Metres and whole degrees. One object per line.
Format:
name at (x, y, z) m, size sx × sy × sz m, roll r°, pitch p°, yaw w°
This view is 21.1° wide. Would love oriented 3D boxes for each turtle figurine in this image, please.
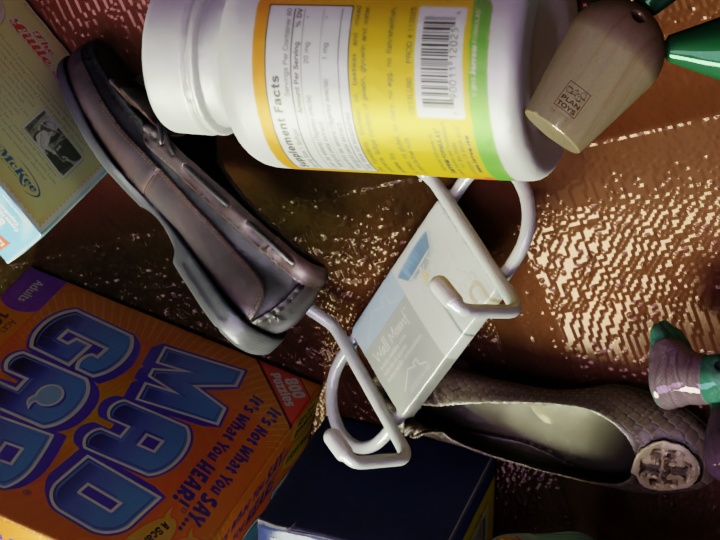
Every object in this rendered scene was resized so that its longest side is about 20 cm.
turtle figurine at (0.247, 0.052, 0.941) m, size 0.199 × 0.101 × 0.151 m, roll -12°, pitch 114°, yaw 36°

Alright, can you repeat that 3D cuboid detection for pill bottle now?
pill bottle at (-0.001, -0.104, 0.944) m, size 0.198 × 0.111 × 0.112 m, roll 4°, pitch 121°, yaw 22°

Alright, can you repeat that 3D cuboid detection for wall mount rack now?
wall mount rack at (0.000, 0.000, 1.030) m, size 0.201 × 0.074 × 0.174 m, roll -56°, pitch 51°, yaw 31°

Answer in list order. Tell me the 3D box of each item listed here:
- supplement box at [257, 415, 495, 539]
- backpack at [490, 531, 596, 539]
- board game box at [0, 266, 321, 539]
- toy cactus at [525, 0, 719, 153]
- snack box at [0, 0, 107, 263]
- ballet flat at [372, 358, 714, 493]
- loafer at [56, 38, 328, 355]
supplement box at (0.011, 0.205, 1.129) m, size 0.108 × 0.110 × 0.202 m, roll 11°, pitch 124°, yaw 18°
backpack at (0.131, 0.234, 1.039) m, size 0.153 × 0.198 × 0.177 m, roll 41°, pitch 115°, yaw 50°
board game box at (-0.164, 0.159, 1.123) m, size 0.198 × 0.200 × 0.201 m, roll 21°, pitch 125°, yaw 12°
toy cactus at (0.137, -0.124, 0.845) m, size 0.199 × 0.102 × 0.166 m, roll 37°, pitch 87°, yaw -6°
snack box at (-0.216, -0.114, 1.033) m, size 0.037 × 0.116 × 0.200 m, roll -32°, pitch 103°, yaw 36°
ballet flat at (0.097, 0.088, 1.057) m, size 0.198 × 0.046 × 0.068 m, roll 15°, pitch 125°, yaw 16°
loafer at (-0.086, -0.051, 1.027) m, size 0.063 × 0.072 × 0.201 m, roll -41°, pitch 73°, yaw 21°
